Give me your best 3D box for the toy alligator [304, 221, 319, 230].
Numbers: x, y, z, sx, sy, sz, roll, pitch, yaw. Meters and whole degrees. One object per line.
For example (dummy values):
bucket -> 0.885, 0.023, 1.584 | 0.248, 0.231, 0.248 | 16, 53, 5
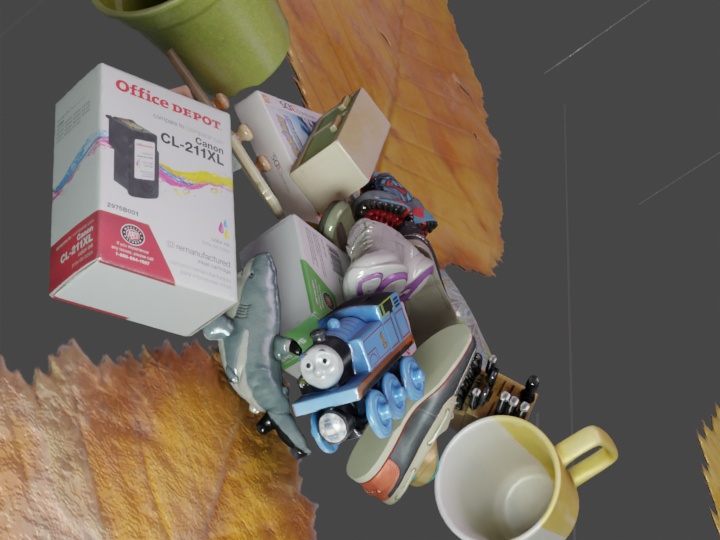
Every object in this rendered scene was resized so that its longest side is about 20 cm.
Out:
toy alligator -> -0.051, -0.021, 1.688 | 0.054, 0.060, 0.200 | 16, -1, 21

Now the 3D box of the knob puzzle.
knob puzzle -> -0.129, -0.137, 1.607 | 0.220, 0.030, 0.220 | 55, -3, 5

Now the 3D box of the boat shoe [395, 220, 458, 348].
boat shoe -> 0.073, 0.029, 1.722 | 0.063, 0.072, 0.201 | -95, 172, -50

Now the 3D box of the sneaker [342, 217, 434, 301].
sneaker -> 0.010, -0.006, 1.550 | 0.100, 0.075, 0.200 | 45, 14, 10

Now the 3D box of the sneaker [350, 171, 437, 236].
sneaker -> 0.020, -0.076, 1.790 | 0.096, 0.079, 0.200 | 53, 12, 16

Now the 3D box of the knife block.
knife block -> 0.178, 0.173, 1.744 | 0.200, 0.175, 0.064 | 43, 68, -33

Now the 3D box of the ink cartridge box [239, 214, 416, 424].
ink cartridge box -> -0.029, 0.056, 1.566 | 0.200, 0.084, 0.146 | 37, 28, -41

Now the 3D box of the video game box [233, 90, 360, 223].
video game box -> -0.059, -0.117, 1.810 | 0.182, 0.047, 0.201 | 7, 53, -61

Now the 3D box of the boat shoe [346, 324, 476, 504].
boat shoe -> 0.064, 0.149, 1.516 | 0.062, 0.201, 0.071 | 40, -11, -29

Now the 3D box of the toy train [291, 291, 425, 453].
toy train -> -0.005, 0.095, 1.387 | 0.115, 0.086, 0.200 | 69, 23, -7

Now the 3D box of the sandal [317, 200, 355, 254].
sandal -> -0.001, 0.000, 1.666 | 0.202, 0.057, 0.080 | 68, 37, -53

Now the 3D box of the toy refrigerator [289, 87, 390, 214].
toy refrigerator -> -0.024, -0.150, 1.766 | 0.070, 0.076, 0.200 | 51, 23, -14

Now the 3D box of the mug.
mug -> 0.198, 0.259, 1.670 | 0.153, 0.185, 0.151 | 40, 53, -56

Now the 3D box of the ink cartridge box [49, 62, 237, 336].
ink cartridge box -> -0.190, -0.062, 1.281 | 0.145, 0.083, 0.202 | 18, 54, -36

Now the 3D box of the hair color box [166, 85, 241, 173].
hair color box -> -0.203, -0.116, 1.459 | 0.110, 0.065, 0.200 | 55, 19, -2

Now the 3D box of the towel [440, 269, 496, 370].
towel -> 0.097, 0.065, 1.891 | 0.200, 0.048, 0.172 | 19, 41, -58

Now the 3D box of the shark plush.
shark plush -> -0.093, 0.082, 1.384 | 0.091, 0.083, 0.201 | 36, 30, -46

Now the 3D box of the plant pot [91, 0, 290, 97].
plant pot -> -0.176, -0.303, 1.653 | 0.184, 0.199, 0.201 | 52, 17, -46

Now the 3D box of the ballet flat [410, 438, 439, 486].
ballet flat -> 0.050, 0.152, 1.637 | 0.063, 0.069, 0.201 | 29, 30, -26
